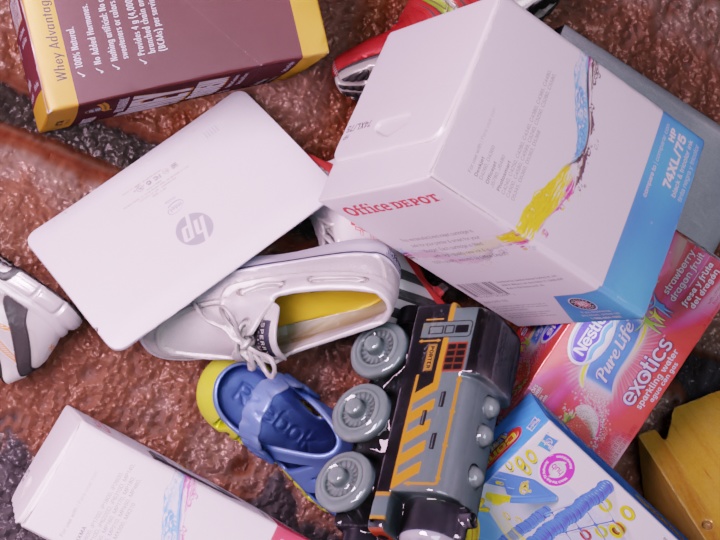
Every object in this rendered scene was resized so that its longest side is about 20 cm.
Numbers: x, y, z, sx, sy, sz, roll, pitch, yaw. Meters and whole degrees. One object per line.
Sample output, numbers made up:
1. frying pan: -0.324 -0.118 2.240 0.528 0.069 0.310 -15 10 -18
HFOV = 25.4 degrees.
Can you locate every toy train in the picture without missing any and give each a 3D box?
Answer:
1. toy train: 0.043 0.112 1.120 0.085 0.114 0.200 47 49 -43

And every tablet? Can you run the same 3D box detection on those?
1. tablet: -0.131 -0.040 1.165 0.200 0.014 0.130 -37 60 -11

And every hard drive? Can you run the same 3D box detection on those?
1. hard drive: 0.207 -0.084 1.276 0.200 0.033 0.140 31 83 -11

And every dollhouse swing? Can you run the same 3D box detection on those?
1. dollhouse swing: 0.343 0.209 1.304 0.200 0.176 0.182 -19 52 -13

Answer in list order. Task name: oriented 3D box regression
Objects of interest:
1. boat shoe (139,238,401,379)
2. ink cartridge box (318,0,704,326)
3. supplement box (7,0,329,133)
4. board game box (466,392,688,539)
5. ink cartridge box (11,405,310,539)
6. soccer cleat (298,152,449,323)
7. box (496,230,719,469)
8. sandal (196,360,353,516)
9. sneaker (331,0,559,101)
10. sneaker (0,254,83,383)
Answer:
1. boat shoe: -0.068 0.040 1.146 0.202 0.086 0.075 -11 122 9
2. ink cartridge box: 0.106 -0.070 1.126 0.200 0.147 0.146 31 71 -26
3. supplement box: -0.152 -0.219 1.138 0.200 0.133 0.197 -14 93 -14
4. board game box: 0.127 0.227 1.165 0.200 0.056 0.196 42 96 -17
5. ink cartridge box: -0.136 0.181 1.128 0.200 0.148 0.086 32 82 -12
6. soccer cleat: 0.000 0.000 1.207 0.085 0.069 0.200 -42 103 -15
7. box: 0.183 0.053 1.215 0.095 0.100 0.200 32 94 -12
8. sandal: -0.029 0.132 1.188 0.200 0.087 0.080 30 81 -13
9. sneaker: 0.059 -0.197 1.233 0.200 0.077 0.085 -28 75 -14
10. sneaker: -0.298 0.005 1.131 0.200 0.074 0.080 36 85 -10
